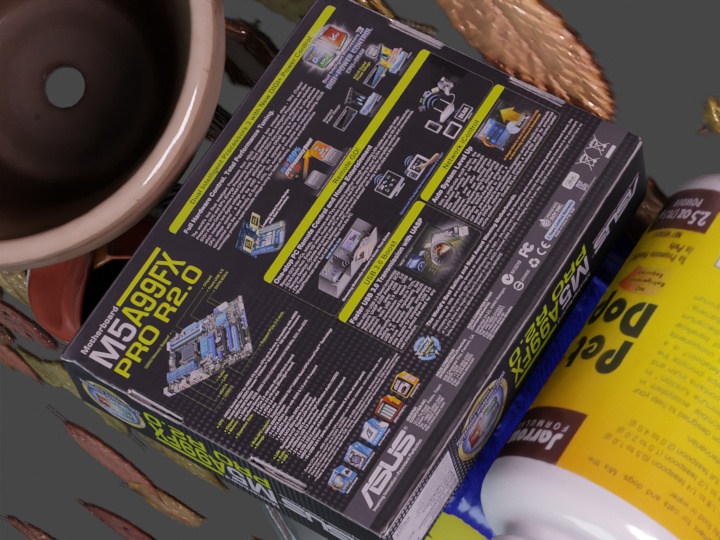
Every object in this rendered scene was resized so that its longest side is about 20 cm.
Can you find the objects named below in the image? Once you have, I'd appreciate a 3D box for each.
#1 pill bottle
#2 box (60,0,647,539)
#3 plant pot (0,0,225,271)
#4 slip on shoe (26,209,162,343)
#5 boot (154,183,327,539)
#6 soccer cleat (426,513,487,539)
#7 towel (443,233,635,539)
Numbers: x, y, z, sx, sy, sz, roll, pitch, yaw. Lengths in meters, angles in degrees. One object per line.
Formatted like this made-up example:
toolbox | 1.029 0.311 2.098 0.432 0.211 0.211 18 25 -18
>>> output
pill bottle | 0.120 0.068 1.014 0.109 0.200 0.109 31 161 12
box | 0.000 0.000 1.058 0.160 0.200 0.044 26 160 22
plant pot | -0.150 -0.094 1.154 0.200 0.201 0.175 33 179 6
slip on shoe | -0.107 0.011 1.179 0.200 0.061 0.075 9 107 57
boot | -0.067 0.049 1.308 0.200 0.073 0.182 56 161 -26
soccer cleat | 0.017 0.135 1.405 0.199 0.084 0.065 17 174 -22
towel | 0.077 0.045 1.116 0.199 0.148 0.050 34 177 8
